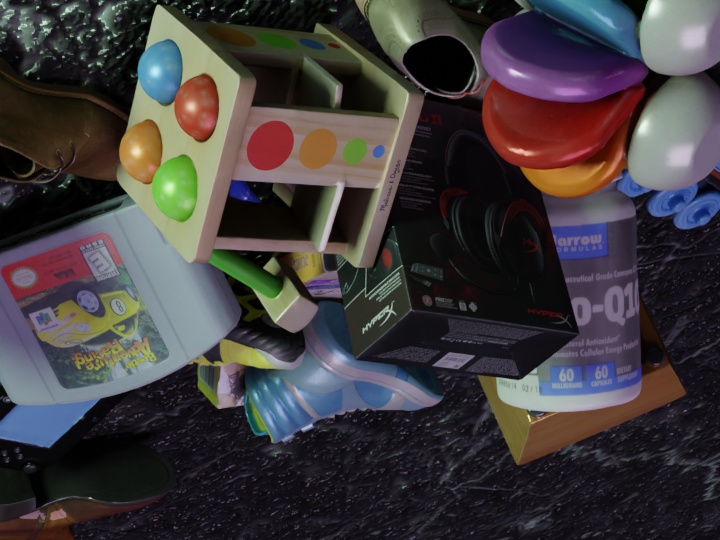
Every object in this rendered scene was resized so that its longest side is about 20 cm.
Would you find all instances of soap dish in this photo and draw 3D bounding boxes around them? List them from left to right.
[{"bbox_3d":[0.163,0.039,1.464,0.156,0.201,0.081,-21,162,-6],"label":"soap dish"}]

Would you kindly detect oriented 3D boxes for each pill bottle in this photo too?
[{"bbox_3d":[0.155,-0.002,1.337,0.113,0.202,0.114,-4,-172,1],"label":"pill bottle"}]

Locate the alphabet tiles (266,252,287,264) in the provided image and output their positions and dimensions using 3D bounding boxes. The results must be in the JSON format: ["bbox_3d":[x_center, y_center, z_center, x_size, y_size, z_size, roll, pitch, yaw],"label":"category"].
[{"bbox_3d":[0.018,-0.040,1.444,0.166,0.008,0.200,-3,147,-32],"label":"alphabet tiles"}]

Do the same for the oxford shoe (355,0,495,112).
[{"bbox_3d":[0.061,-0.142,1.220,0.071,0.074,0.200,-33,150,20],"label":"oxford shoe"}]

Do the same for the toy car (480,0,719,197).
[{"bbox_3d":[0.141,-0.137,1.124,0.149,0.175,0.201,-31,138,-32],"label":"toy car"}]

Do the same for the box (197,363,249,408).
[{"bbox_3d":[-0.040,0.066,1.514,0.198,0.050,0.076,-7,113,-27],"label":"box"}]

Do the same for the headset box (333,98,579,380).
[{"bbox_3d":[0.055,-0.034,1.227,0.148,0.202,0.075,10,145,-33],"label":"headset box"}]

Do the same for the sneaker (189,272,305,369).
[{"bbox_3d":[-0.136,0.041,1.320,0.198,0.075,0.077,17,115,9],"label":"sneaker"}]

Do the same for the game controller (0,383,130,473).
[{"bbox_3d":[-0.262,0.110,1.479,0.104,0.042,0.200,9,139,-44],"label":"game controller"}]

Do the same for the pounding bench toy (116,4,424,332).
[{"bbox_3d":[-0.078,-0.053,1.147,0.155,0.124,0.202,1,117,-34],"label":"pounding bench toy"}]

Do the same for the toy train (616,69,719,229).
[{"bbox_3d":[0.265,-0.104,1.421,0.114,0.087,0.199,-40,147,21],"label":"toy train"}]

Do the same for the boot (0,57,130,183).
[{"bbox_3d":[-0.209,-0.081,1.144,0.073,0.076,0.199,-36,150,24],"label":"boot"}]

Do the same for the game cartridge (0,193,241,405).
[{"bbox_3d":[-0.192,0.025,1.265,0.198,0.041,0.134,-18,114,21],"label":"game cartridge"}]

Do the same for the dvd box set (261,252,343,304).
[{"bbox_3d":[0.000,0.000,1.370,0.145,0.030,0.200,-4,172,-22],"label":"dvd box set"}]

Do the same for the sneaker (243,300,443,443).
[{"bbox_3d":[-0.024,0.097,1.469,0.130,0.080,0.200,-37,146,18],"label":"sneaker"}]

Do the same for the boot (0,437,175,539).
[{"bbox_3d":[-0.275,0.240,1.672,0.187,0.069,0.201,-12,152,-18],"label":"boot"}]

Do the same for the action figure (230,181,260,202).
[{"bbox_3d":[-0.108,-0.070,1.260,0.065,0.052,0.200,-24,153,-3],"label":"action figure"}]
